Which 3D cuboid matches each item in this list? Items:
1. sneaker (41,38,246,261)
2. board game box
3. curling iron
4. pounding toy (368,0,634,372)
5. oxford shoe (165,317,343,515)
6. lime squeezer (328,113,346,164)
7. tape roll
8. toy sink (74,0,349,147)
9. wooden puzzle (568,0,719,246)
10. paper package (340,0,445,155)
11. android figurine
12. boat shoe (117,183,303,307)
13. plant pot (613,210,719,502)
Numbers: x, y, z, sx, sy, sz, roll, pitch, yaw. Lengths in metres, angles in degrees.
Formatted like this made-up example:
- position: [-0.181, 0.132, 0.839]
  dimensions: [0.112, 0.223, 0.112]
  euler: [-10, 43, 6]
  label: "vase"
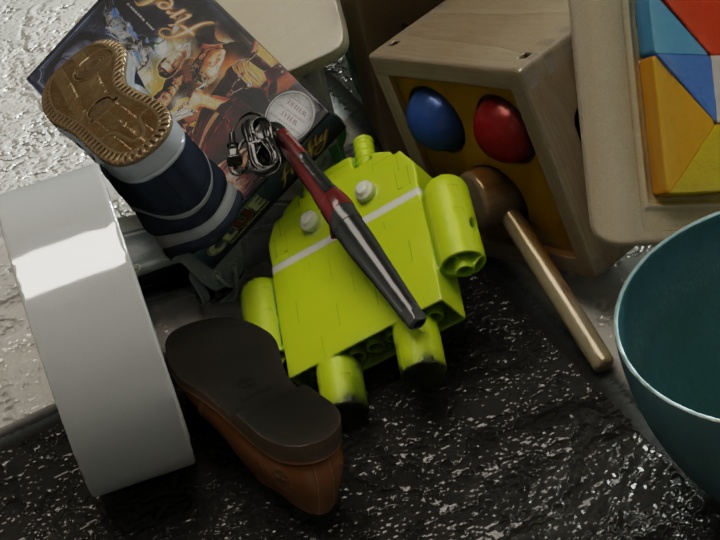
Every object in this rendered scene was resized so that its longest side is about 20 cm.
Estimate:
- position: [-0.144, -0.078, 1.469]
  dimensions: [0.070, 0.109, 0.200]
  euler: [-40, 33, -2]
  label: "sneaker"
- position: [-0.123, -0.116, 1.525]
  dimensions: [0.136, 0.035, 0.200]
  euler: [-47, 64, 3]
  label: "board game box"
- position: [-0.022, -0.031, 1.420]
  dimensions: [0.050, 0.026, 0.200]
  euler: [-34, 63, -16]
  label: "curling iron"
- position: [0.115, -0.065, 1.463]
  dimensions: [0.142, 0.200, 0.184]
  euler: [-37, 28, -27]
  label: "pounding toy"
- position: [-0.071, 0.091, 1.393]
  dimensions: [0.071, 0.071, 0.200]
  euler: [-19, 32, -18]
  label: "oxford shoe"
- position: [-0.054, -0.094, 1.663]
  dimensions: [0.200, 0.038, 0.071]
  euler: [19, 79, 34]
  label: "lime squeezer"
- position: [-0.166, 0.038, 1.387]
  dimensions: [0.071, 0.203, 0.203]
  euler: [-19, 37, -6]
  label: "tape roll"
- position: [-0.090, -0.148, 1.613]
  dimensions: [0.200, 0.112, 0.131]
  euler: [-24, 58, 14]
  label: "toy sink"
- position: [0.232, -0.111, 1.401]
  dimensions: [0.199, 0.186, 0.037]
  euler: [-3, -4, -25]
  label: "wooden puzzle"
- position: [0.076, -0.208, 1.620]
  dimensions: [0.190, 0.200, 0.104]
  euler: [-15, 37, -2]
  label: "paper package"
- position: [0.000, 0.000, 1.449]
  dimensions: [0.182, 0.041, 0.200]
  euler: [-27, 52, 24]
  label: "android figurine"
- position: [-0.114, -0.006, 1.545]
  dimensions: [0.200, 0.070, 0.072]
  euler: [-13, 62, -1]
  label: "boat shoe"
- position: [0.252, 0.071, 1.259]
  dimensions: [0.199, 0.135, 0.200]
  euler: [-9, 37, 7]
  label: "plant pot"
